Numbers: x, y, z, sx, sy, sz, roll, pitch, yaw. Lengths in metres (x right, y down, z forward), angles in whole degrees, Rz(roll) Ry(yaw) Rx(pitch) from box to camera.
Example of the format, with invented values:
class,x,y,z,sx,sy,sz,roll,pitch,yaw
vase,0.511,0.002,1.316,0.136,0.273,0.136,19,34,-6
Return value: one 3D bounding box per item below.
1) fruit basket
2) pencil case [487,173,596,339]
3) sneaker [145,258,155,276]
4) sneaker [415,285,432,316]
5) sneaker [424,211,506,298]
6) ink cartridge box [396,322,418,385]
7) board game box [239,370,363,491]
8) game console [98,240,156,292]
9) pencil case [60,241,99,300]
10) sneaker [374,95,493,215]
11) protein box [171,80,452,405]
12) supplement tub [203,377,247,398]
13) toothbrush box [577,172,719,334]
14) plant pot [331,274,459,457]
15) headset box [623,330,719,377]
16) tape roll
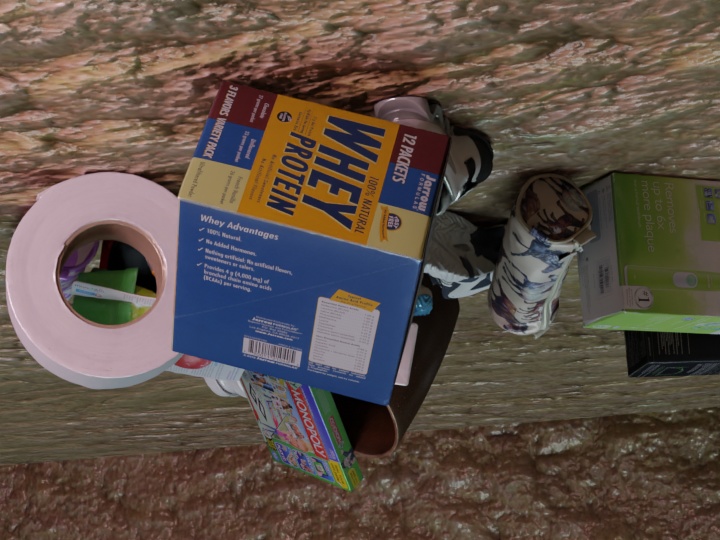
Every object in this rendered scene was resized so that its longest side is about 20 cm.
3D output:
class,x,y,z,sx,sy,sz,roll,pitch,yaw
fruit basket,-0.208,0.061,1.675,0.198,0.095,0.186,5,154,-12
pencil case,0.184,-0.009,1.662,0.077,0.090,0.201,-21,152,-18
sneaker,-0.135,-0.031,1.671,0.198,0.078,0.078,-1,166,-11
sneaker,0.000,0.000,1.694,0.076,0.082,0.199,10,-174,-45
sneaker,0.094,-0.010,1.795,0.198,0.080,0.129,-6,163,-38
ink cartridge box,-0.024,0.073,1.701,0.116,0.068,0.200,9,180,-15
board game box,-0.079,0.172,1.944,0.134,0.029,0.201,17,139,39
game console,-0.190,0.020,1.756,0.198,0.031,0.178,2,126,-18
pencil case,-0.325,-0.013,1.699,0.083,0.086,0.200,0,168,-15
sneaker,0.066,-0.087,1.432,0.073,0.090,0.200,-10,167,25
protein box,-0.044,-0.019,1.326,0.196,0.136,0.201,14,141,2
supplement tub,-0.098,0.093,2.088,0.198,0.142,0.140,-8,167,24
toothbrush box,0.330,-0.015,1.664,0.198,0.147,0.086,4,166,-24
plant pot,0.029,0.089,1.940,0.200,0.187,0.186,-45,-167,-31
headset box,0.397,0.024,1.785,0.198,0.176,0.093,-2,167,-5
tape roll,-0.243,0.009,1.547,0.200,0.205,0.071,0,168,-12
